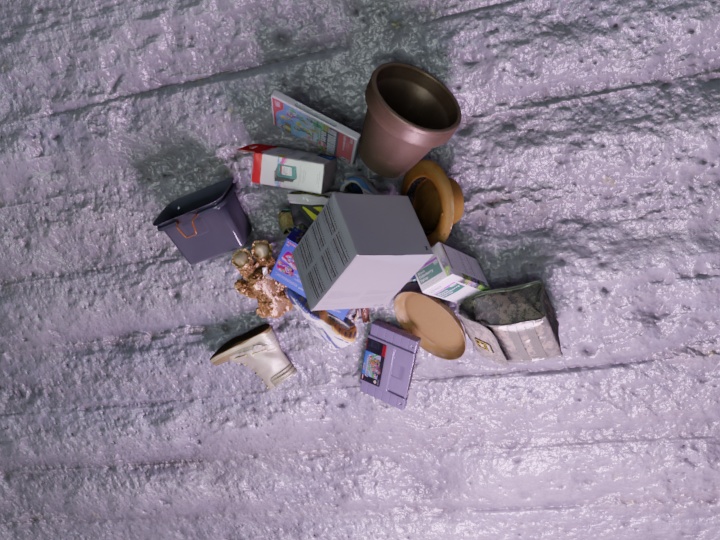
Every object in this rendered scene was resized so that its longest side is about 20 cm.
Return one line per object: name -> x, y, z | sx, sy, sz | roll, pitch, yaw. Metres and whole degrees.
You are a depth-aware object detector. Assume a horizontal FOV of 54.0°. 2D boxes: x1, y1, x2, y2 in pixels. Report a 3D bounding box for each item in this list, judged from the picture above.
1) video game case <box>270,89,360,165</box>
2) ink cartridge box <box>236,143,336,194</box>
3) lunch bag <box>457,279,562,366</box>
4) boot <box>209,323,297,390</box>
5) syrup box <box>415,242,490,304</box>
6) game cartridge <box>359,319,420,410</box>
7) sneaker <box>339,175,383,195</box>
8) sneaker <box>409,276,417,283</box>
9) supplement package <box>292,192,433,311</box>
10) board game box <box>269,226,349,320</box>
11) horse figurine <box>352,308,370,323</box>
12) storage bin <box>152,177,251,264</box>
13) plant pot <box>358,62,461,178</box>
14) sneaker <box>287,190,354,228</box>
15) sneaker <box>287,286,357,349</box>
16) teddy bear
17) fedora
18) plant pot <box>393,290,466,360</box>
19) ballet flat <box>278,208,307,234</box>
video game case -> -0.096, -0.297, 1.484 | 0.198, 0.143, 0.018 | 28, 77, 1
ink cartridge box -> -0.161, -0.223, 1.530 | 0.197, 0.116, 0.068 | 11, 108, 9
lunch bag -> 0.322, 0.124, 1.539 | 0.197, 0.119, 0.165 | -12, 137, 22
boot -> -0.272, 0.237, 1.789 | 0.198, 0.072, 0.156 | -25, 108, 22
syrup box -> 0.192, 0.010, 1.499 | 0.078, 0.199, 0.082 | -32, 66, 23
game cartridge -> 0.067, 0.229, 1.702 | 0.128, 0.038, 0.203 | 18, 118, 18
sneaker -> 0.036, -0.132, 1.518 | 0.199, 0.072, 0.072 | 37, 134, 19
sneaker -> 0.068, -0.045, 1.575 | 0.199, 0.076, 0.077 | 34, 121, -4
supplement package -> 0.000, -0.035, 1.415 | 0.200, 0.189, 0.149 | -49, 53, 43
board game box -> -0.092, 0.009, 1.575 | 0.198, 0.045, 0.135 | 31, 134, -2
horse figurine -> -0.061, 0.057, 1.668 | 0.197, 0.050, 0.134 | 16, 122, 9
storage bin -> -0.355, -0.101, 1.632 | 0.197, 0.146, 0.135 | -19, 118, 21
plant pot -> 0.079, -0.287, 1.424 | 0.199, 0.201, 0.175 | 32, 136, -2
sneaker -> -0.071, -0.124, 1.510 | 0.198, 0.074, 0.086 | 13, 113, 37
sneaker -> -0.105, 0.114, 1.650 | 0.200, 0.075, 0.088 | 43, 135, -6
teddy bear -> -0.229, 0.018, 1.668 | 0.145, 0.067, 0.200 | -43, 124, -3
fedora -> 0.160, -0.139, 1.489 | 0.081, 0.200, 0.204 | -10, 118, -28
plant pot -> 0.162, 0.120, 1.603 | 0.199, 0.027, 0.202 | 31, 147, 23
ballet flat -> -0.093, -0.106, 1.591 | 0.197, 0.071, 0.072 | 0, 113, 18
